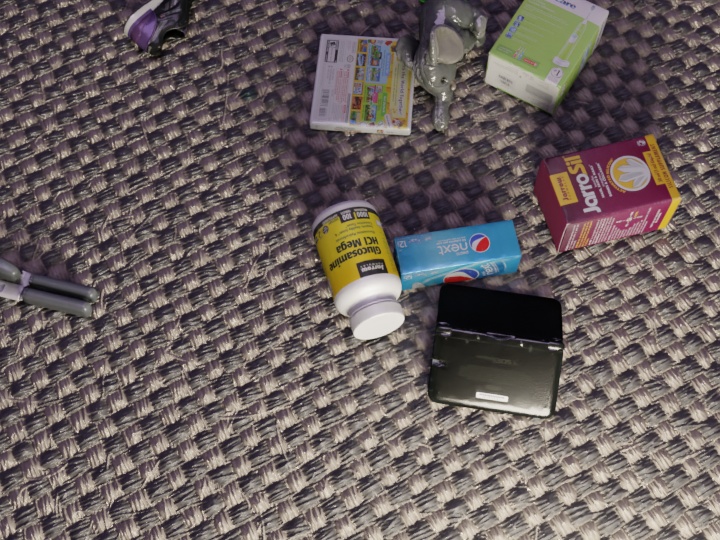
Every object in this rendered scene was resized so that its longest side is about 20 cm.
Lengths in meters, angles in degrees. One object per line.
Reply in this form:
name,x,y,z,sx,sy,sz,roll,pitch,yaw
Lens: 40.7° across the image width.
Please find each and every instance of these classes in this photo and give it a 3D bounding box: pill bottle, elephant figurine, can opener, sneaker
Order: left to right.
can opener,-0.523,0.027,1.557,0.197,0.067,0.053,15,63,3
sneaker,-0.342,-0.478,1.806,0.087,0.076,0.200,41,74,3
pill bottle,0.000,0.000,1.532,0.111,0.113,0.202,-16,65,-7
elephant figurine,0.134,-0.381,1.700,0.154,0.142,0.201,29,63,8

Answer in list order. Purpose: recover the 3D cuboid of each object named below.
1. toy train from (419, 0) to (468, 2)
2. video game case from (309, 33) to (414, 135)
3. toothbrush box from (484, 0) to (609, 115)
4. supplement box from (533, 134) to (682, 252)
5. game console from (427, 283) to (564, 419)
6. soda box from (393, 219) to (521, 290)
toy train,0.127,-0.538,1.837,0.056,0.042,0.200,-35,68,-26
video game case,0.007,-0.337,1.749,0.179,0.023,0.203,4,63,3
toothbrush box,0.333,-0.402,1.740,0.144,0.086,0.201,28,68,14
supplement box,0.402,-0.127,1.595,0.197,0.104,0.133,-14,65,-5
game console,0.212,0.124,1.522,0.197,0.116,0.179,7,94,5
soda box,0.154,-0.024,1.569,0.197,0.064,0.069,-9,64,-3
